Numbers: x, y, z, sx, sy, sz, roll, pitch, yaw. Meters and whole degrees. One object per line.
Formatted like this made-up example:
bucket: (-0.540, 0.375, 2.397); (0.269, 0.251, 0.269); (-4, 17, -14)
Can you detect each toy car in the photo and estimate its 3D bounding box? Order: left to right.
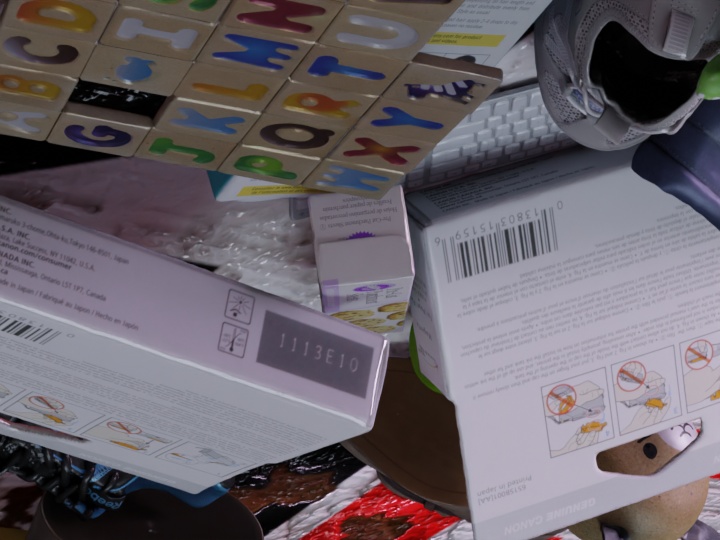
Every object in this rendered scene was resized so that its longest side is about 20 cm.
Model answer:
toy car: (0.147, 0.085, 1.101); (0.164, 0.201, 0.158); (3, 147, -42)

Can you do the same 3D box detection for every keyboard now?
keyboard: (0.062, -0.064, 0.957); (0.199, 0.011, 0.056); (-16, 156, -11)

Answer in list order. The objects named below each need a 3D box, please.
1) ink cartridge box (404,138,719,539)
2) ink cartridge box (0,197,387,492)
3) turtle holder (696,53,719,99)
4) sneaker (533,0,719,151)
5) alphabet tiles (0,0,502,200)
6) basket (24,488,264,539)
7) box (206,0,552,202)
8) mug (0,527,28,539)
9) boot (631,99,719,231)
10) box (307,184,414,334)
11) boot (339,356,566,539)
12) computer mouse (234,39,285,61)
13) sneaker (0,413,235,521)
ink cartridge box: (0.125, 0.024, 1.015); (0.199, 0.044, 0.175); (-16, 115, -15)
ink cartridge box: (-0.115, 0.035, 0.892); (0.199, 0.044, 0.173); (20, 158, -23)
turtle holder: (0.214, -0.100, 0.720); (0.185, 0.131, 0.142); (-19, 133, -52)
sneaker: (0.099, -0.083, 0.815); (0.074, 0.082, 0.200); (18, 163, 3)
alphabet tiles: (-0.040, -0.069, 0.716); (0.166, 0.008, 0.200); (10, 162, -16)
basket: (-0.121, 0.212, 1.068); (0.179, 0.136, 0.201); (11, 111, -9)
box: (0.013, -0.099, 0.796); (0.082, 0.049, 0.200); (-2, 151, -34)
mug: (-0.139, 0.198, 1.204); (0.186, 0.150, 0.154); (-15, 149, -26)
boot: (0.202, -0.047, 0.958); (0.199, 0.073, 0.091); (26, 105, -41)
box: (0.000, 0.000, 0.935); (0.041, 0.039, 0.200); (-8, 172, -2)
boot: (0.040, 0.108, 1.224); (0.199, 0.071, 0.146); (27, 166, -15)
computer mouse: (-0.088, -0.093, 0.703); (0.199, 0.034, 0.059); (1, 155, -11)
sneaker: (-0.143, 0.074, 1.001); (0.199, 0.082, 0.073); (0, 152, -35)
